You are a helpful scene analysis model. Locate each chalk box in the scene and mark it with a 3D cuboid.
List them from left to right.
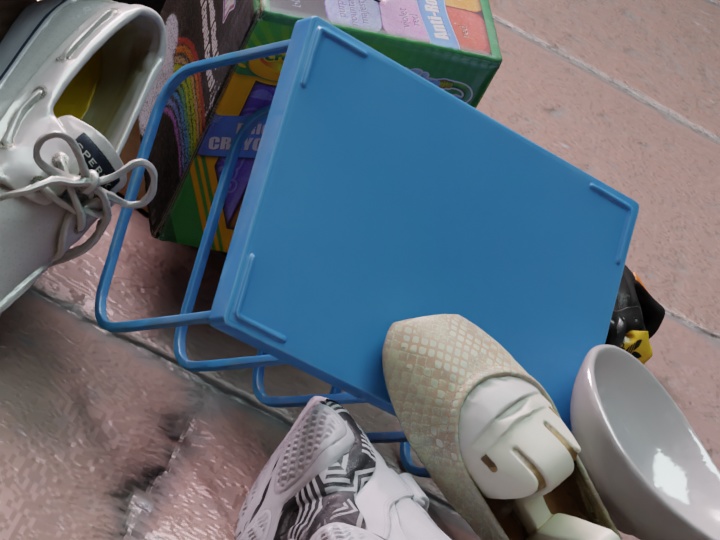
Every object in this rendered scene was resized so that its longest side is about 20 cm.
[{"bbox_3d":[-0.016,-0.113,1.359,0.123,0.200,0.125,11,45,-21],"label":"chalk box"}]

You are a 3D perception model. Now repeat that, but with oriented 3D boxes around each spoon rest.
[{"bbox_3d":[0.151,0.121,1.245,0.201,0.060,0.099,64,22,5],"label":"spoon rest"}]

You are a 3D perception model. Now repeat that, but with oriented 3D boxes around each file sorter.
[{"bbox_3d":[0.000,0.000,1.276,0.199,0.140,0.122,28,-21,-34],"label":"file sorter"}]

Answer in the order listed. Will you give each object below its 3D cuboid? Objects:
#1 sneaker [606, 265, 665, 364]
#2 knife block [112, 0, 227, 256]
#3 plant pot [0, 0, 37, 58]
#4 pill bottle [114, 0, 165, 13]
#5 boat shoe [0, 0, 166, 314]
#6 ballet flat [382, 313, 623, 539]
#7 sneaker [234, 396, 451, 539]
[{"bbox_3d":[0.113,0.026,1.524,0.090,0.070,0.200,29,19,9],"label":"sneaker"},{"bbox_3d":[-0.101,-0.069,1.476,0.199,0.064,0.176,18,23,-28],"label":"knife block"},{"bbox_3d":[-0.223,-0.143,1.309,0.200,0.093,0.201,24,22,-10],"label":"plant pot"},{"bbox_3d":[-0.149,-0.229,1.718,0.111,0.112,0.200,22,21,-17],"label":"pill bottle"},{"bbox_3d":[-0.131,-0.042,1.241,0.086,0.075,0.203,-2,43,29],"label":"boat shoe"},{"bbox_3d":[0.081,0.098,1.203,0.067,0.062,0.201,-39,104,-29],"label":"ballet flat"},{"bbox_3d":[0.016,0.129,1.167,0.115,0.075,0.200,31,15,-17],"label":"sneaker"}]
